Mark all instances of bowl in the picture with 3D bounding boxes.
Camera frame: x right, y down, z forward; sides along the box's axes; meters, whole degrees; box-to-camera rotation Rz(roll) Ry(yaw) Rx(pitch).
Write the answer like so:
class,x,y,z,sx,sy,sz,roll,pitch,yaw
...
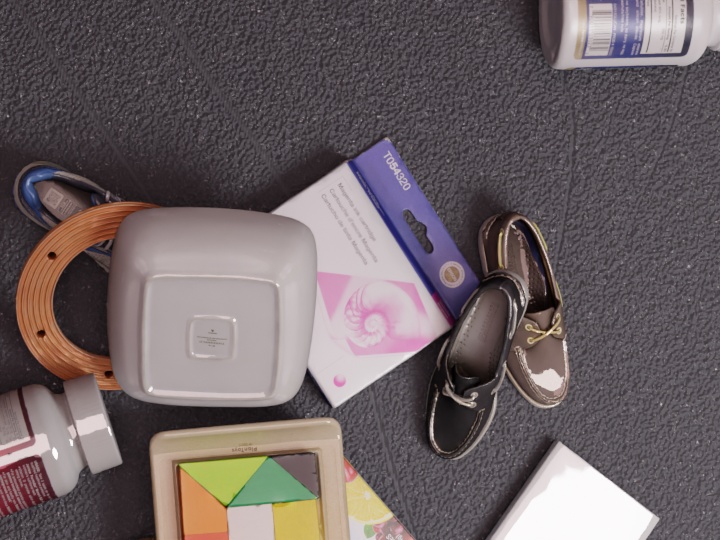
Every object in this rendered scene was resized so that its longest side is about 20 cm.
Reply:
class,x,y,z,sx,sy,sz,roll,pitch,yaw
bowl,-0.140,0.046,1.639,0.198,0.075,0.202,3,117,-4

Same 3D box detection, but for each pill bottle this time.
class,x,y,z,sx,sy,sz,roll,pitch,yaw
pill bottle,0.285,-0.259,1.752,0.198,0.111,0.112,-2,88,-8
pill bottle,-0.331,0.172,1.647,0.198,0.110,0.111,-19,90,-8

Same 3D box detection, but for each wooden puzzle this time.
class,x,y,z,sx,sy,sz,roll,pitch,yaw
wooden puzzle,-0.101,0.245,1.647,0.183,0.037,0.202,-4,86,-6

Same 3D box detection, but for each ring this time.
class,x,y,z,sx,sy,sz,roll,pitch,yaw
ring,-0.230,0.024,1.673,0.198,0.019,0.202,-8,121,-14

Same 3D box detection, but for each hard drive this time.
class,x,y,z,sx,sy,sz,roll,pitch,yaw
hard drive,0.190,0.291,1.758,0.131,0.027,0.201,37,84,-5

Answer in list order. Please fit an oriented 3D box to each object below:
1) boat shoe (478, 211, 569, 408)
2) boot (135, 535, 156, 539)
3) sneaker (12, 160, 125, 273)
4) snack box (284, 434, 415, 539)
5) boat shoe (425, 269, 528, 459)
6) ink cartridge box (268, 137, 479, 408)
class,x,y,z,sx,sy,sz,roll,pitch,yaw
boat shoe,0.169,0.040,1.747,0.071,0.059,0.202,-14,90,-15
boot,-0.198,0.358,1.689,0.075,0.074,0.202,-12,85,11
sneaker,-0.244,-0.040,1.681,0.198,0.085,0.078,25,85,-7
snack box,-0.043,0.279,1.705,0.168,0.068,0.200,-41,92,-7
boat shoe,0.109,0.097,1.711,0.073,0.060,0.202,27,105,11
ink cartridge box,0.000,0.000,1.736,0.199,0.043,0.197,-34,92,-7
